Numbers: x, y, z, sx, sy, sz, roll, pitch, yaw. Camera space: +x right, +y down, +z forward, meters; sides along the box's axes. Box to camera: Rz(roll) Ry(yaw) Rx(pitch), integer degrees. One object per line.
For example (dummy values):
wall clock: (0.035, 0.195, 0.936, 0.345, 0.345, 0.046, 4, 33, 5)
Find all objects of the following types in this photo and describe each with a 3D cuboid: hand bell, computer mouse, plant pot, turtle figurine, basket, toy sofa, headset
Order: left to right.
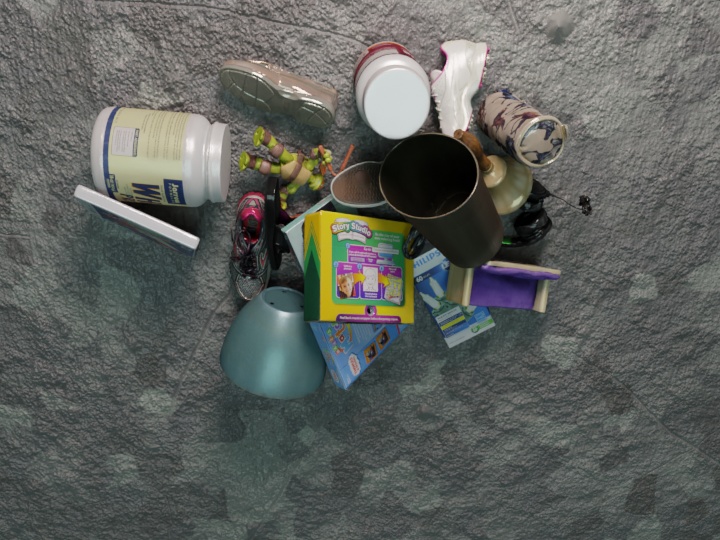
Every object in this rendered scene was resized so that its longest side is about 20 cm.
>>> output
plant pot: (-0.145, 0.111, 1.155, 0.194, 0.201, 0.138, 11, 114, -8)
turtle figurine: (-0.112, -0.179, 1.084, 0.159, 0.066, 0.199, 24, 136, -29)
computer mouse: (0.132, -0.107, 1.123, 0.201, 0.034, 0.059, -52, 130, -7)
basket: (0.144, -0.097, 1.018, 0.138, 0.179, 0.200, -55, 139, -4)
hand bell: (0.197, -0.173, 1.034, 0.104, 0.105, 0.199, -40, 147, 15)
toy sofa: (0.256, 0.027, 1.147, 0.195, 0.097, 0.085, 6, 96, -30)
headset: (0.301, -0.101, 1.133, 0.194, 0.095, 0.126, -10, 117, 15)

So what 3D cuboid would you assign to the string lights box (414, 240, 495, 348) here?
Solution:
string lights box: (0.164, 0.034, 1.210, 0.101, 0.059, 0.202, -27, 114, 11)

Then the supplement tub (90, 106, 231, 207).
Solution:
supplement tub: (-0.313, -0.179, 1.035, 0.194, 0.146, 0.149, 4, 116, -4)

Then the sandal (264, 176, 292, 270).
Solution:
sandal: (-0.136, -0.070, 1.106, 0.046, 0.077, 0.203, 4, 142, -1)

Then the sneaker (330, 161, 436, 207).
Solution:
sneaker: (0.041, -0.149, 1.092, 0.195, 0.085, 0.075, -15, 91, -11)

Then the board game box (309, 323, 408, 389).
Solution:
board game box: (0.006, 0.090, 1.168, 0.199, 0.036, 0.154, -42, 127, -31)

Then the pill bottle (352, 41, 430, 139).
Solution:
pill bottle: (0.046, -0.274, 0.978, 0.111, 0.201, 0.117, -1, 117, -2)

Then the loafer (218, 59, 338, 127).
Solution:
loafer: (-0.129, -0.295, 1.046, 0.195, 0.064, 0.072, 20, 147, -9)

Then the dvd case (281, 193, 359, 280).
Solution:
dvd case: (-0.045, -0.026, 1.139, 0.145, 0.022, 0.203, -37, 127, -23)

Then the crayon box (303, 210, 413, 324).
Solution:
crayon box: (0.000, 0.000, 1.091, 0.196, 0.058, 0.178, 5, 81, -36)

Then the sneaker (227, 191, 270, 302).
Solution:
sneaker: (-0.201, -0.034, 1.151, 0.078, 0.075, 0.205, 3, 116, -4)

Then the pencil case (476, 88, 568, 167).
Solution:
pencil case: (0.251, -0.225, 1.013, 0.088, 0.201, 0.078, -32, 117, 7)

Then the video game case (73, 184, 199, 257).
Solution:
video game case: (-0.364, -0.075, 1.073, 0.196, 0.182, 0.024, 24, 81, -13)

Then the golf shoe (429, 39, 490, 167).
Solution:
golf shoe: (0.146, -0.272, 1.048, 0.089, 0.075, 0.206, 15, 93, 3)
